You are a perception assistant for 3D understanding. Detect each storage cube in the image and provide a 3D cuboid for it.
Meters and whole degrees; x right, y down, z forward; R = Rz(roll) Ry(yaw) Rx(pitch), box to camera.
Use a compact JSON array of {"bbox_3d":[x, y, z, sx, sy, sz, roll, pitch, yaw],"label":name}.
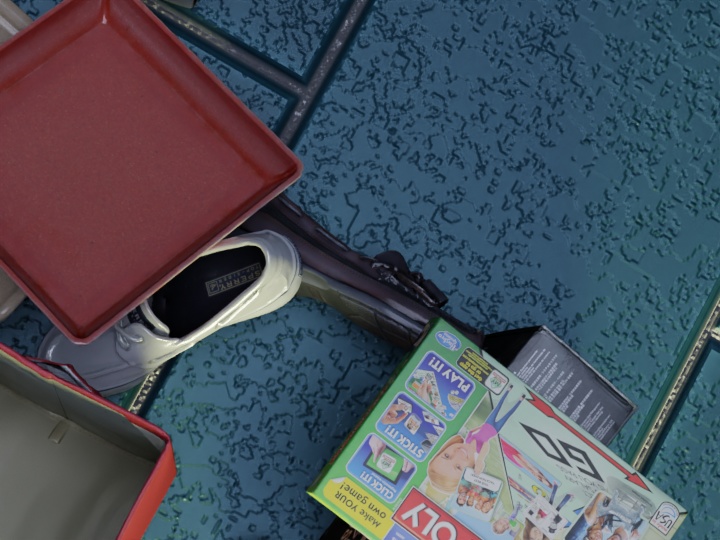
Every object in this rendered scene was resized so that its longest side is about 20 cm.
[{"bbox_3d":[-0.230,0.152,1.301,0.170,0.180,0.201,28,79,2],"label":"storage cube"}]

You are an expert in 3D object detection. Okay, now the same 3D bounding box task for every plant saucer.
[{"bbox_3d":[-0.173,-0.070,1.352,0.200,0.037,0.200,-40,76,-24],"label":"plant saucer"}]

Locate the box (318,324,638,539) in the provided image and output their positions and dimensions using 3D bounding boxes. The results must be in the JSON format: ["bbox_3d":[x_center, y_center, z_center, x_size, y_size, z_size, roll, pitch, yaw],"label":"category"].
[{"bbox_3d":[0.071,0.140,1.375,0.086,0.164,0.200,41,82,-5],"label":"box"}]

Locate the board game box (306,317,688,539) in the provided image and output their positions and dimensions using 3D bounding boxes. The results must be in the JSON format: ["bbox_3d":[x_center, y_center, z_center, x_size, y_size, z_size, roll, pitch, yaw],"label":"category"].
[{"bbox_3d":[0.085,0.143,1.280,0.200,0.029,0.135,37,80,-6],"label":"board game box"}]

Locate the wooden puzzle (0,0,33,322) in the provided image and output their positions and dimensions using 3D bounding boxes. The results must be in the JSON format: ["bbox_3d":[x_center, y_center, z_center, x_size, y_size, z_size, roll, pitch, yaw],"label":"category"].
[{"bbox_3d":[-0.261,-0.087,1.386,0.200,0.037,0.185,40,66,0],"label":"wooden puzzle"}]

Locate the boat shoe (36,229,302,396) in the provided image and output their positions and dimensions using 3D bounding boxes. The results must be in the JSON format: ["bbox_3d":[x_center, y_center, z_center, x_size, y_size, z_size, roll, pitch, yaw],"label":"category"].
[{"bbox_3d":[-0.136,0.024,1.369,0.199,0.065,0.074,-30,77,13],"label":"boat shoe"}]

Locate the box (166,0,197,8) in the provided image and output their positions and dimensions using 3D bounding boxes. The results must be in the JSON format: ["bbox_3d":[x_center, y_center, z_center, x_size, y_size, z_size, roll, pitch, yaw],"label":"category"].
[{"bbox_3d":[-0.163,-0.303,1.402,0.175,0.097,0.201,18,82,-5],"label":"box"}]

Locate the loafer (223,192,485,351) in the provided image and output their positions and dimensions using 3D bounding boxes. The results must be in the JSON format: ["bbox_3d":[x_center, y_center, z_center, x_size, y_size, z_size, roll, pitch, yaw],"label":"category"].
[{"bbox_3d":[0.000,0.000,1.400,0.199,0.072,0.063,26,77,14],"label":"loafer"}]
